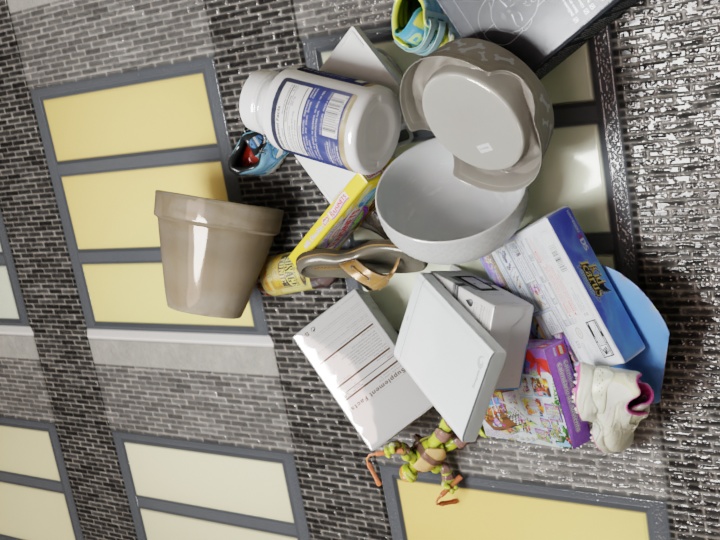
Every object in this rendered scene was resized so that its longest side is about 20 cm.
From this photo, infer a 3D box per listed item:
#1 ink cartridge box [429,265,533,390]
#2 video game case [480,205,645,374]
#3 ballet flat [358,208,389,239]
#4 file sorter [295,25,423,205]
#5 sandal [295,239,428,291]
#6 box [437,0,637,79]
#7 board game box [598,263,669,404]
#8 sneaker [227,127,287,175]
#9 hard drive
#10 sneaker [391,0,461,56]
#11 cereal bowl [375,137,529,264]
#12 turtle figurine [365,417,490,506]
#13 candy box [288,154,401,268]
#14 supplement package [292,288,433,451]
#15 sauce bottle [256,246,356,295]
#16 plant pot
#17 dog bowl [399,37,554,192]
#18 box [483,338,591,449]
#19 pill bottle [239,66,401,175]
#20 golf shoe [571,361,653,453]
[{"bbox_3d":[0.141,0.071,1.432,0.200,0.067,0.118,31,117,58],"label":"ink cartridge box"},{"bbox_3d":[0.253,0.035,1.366,0.202,0.045,0.181,62,154,1],"label":"video game case"},{"bbox_3d":[0.027,-0.087,1.544,0.199,0.046,0.068,36,129,28],"label":"ballet flat"},{"bbox_3d":[0.009,-0.217,1.452,0.139,0.124,0.200,52,129,11],"label":"file sorter"},{"bbox_3d":[0.000,0.000,1.448,0.197,0.082,0.055,-4,65,21],"label":"sandal"},{"bbox_3d":[0.217,-0.330,1.264,0.199,0.107,0.150,-36,84,39],"label":"box"},{"bbox_3d":[0.337,0.074,1.353,0.158,0.039,0.202,37,146,40],"label":"board game box"},{"bbox_3d":[-0.129,-0.201,1.585,0.079,0.090,0.200,52,128,9],"label":"sneaker"},{"bbox_3d":[0.111,0.109,1.386,0.200,0.026,0.134,49,129,51],"label":"hard drive"},{"bbox_3d":[0.108,-0.277,1.352,0.079,0.130,0.201,-38,83,38],"label":"sneaker"},{"bbox_3d":[0.122,-0.081,1.380,0.198,0.201,0.084,20,148,30],"label":"cereal bowl"},{"bbox_3d":[0.114,0.269,1.567,0.161,0.199,0.065,-42,34,22],"label":"turtle figurine"},{"bbox_3d":[-0.017,-0.081,1.482,0.027,0.102,0.200,53,133,13],"label":"candy box"},{"bbox_3d":[0.014,0.143,1.558,0.119,0.121,0.201,-36,82,5],"label":"supplement package"},{"bbox_3d":[-0.077,-0.004,1.635,0.198,0.066,0.067,-13,99,39],"label":"sauce bottle"},{"bbox_3d":[-0.228,-0.023,1.624,0.198,0.199,0.176,11,93,33],"label":"plant pot"},{"bbox_3d":[0.144,-0.189,1.275,0.199,0.059,0.201,31,151,19],"label":"dog bowl"},{"bbox_3d":[0.220,0.162,1.439,0.199,0.039,0.139,-4,105,62],"label":"box"},{"bbox_3d":[-0.056,-0.198,1.357,0.198,0.111,0.113,20,118,32],"label":"pill bottle"},{"bbox_3d":[0.328,0.179,1.335,0.090,0.200,0.076,-5,60,25],"label":"golf shoe"}]
